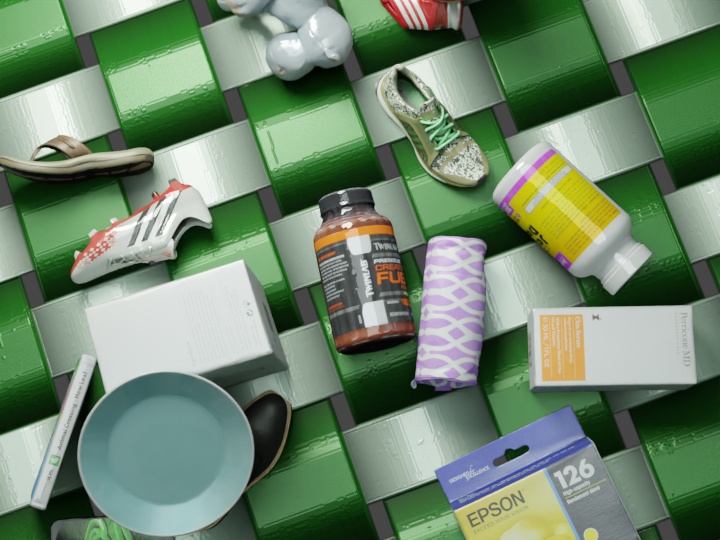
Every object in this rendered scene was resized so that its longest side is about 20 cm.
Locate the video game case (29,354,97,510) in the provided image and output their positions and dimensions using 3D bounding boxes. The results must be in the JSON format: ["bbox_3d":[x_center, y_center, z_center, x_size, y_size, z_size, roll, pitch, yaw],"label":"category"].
[{"bbox_3d":[-0.362,0.192,1.550,0.022,0.200,0.182,19,81,-12],"label":"video game case"}]

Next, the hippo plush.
[{"bbox_3d":[-0.074,-0.344,1.685,0.200,0.159,0.161,-24,110,13],"label":"hippo plush"}]

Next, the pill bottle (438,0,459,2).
[{"bbox_3d":[0.102,-0.403,1.572,0.113,0.200,0.113,0,91,9],"label":"pill bottle"}]

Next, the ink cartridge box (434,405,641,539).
[{"bbox_3d":[0.221,0.298,1.583,0.197,0.047,0.200,-26,82,-1],"label":"ink cartridge box"}]

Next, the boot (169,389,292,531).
[{"bbox_3d":[-0.155,0.234,1.563,0.077,0.138,0.200,30,82,7],"label":"boot"}]

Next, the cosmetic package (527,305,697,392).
[{"bbox_3d":[0.313,0.099,1.601,0.199,0.071,0.102,-2,79,2],"label":"cosmetic package"}]

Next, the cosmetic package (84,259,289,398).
[{"bbox_3d":[-0.208,0.086,1.561,0.200,0.199,0.123,-19,80,-1],"label":"cosmetic package"}]

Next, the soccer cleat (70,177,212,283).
[{"bbox_3d":[-0.284,-0.036,1.656,0.200,0.069,0.085,-37,76,-9],"label":"soccer cleat"}]

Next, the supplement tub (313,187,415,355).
[{"bbox_3d":[0.000,0.000,1.615,0.107,0.107,0.200,-13,80,0],"label":"supplement tub"}]

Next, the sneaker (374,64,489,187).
[{"bbox_3d":[0.091,-0.189,1.655,0.077,0.089,0.200,-41,81,-5],"label":"sneaker"}]

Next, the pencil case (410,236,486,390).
[{"bbox_3d":[0.116,0.055,1.611,0.084,0.086,0.200,6,81,8],"label":"pencil case"}]

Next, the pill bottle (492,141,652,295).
[{"bbox_3d":[0.271,-0.063,1.616,0.200,0.104,0.104,44,84,10],"label":"pill bottle"}]

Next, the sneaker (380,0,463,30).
[{"bbox_3d":[0.075,-0.418,1.704,0.115,0.078,0.200,-4,78,0],"label":"sneaker"}]

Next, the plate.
[{"bbox_3d":[-0.222,0.208,1.463,0.200,0.026,0.201,-2,101,-8],"label":"plate"}]

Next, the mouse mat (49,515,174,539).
[{"bbox_3d":[-0.310,0.409,1.605,0.161,0.008,0.200,-5,78,2],"label":"mouse mat"}]

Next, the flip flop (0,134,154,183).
[{"bbox_3d":[-0.372,-0.151,1.673,0.199,0.081,0.058,-6,84,-3],"label":"flip flop"}]
